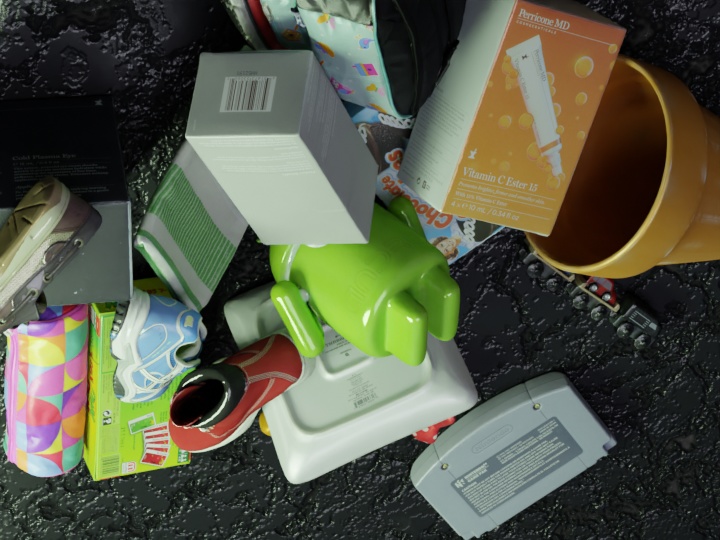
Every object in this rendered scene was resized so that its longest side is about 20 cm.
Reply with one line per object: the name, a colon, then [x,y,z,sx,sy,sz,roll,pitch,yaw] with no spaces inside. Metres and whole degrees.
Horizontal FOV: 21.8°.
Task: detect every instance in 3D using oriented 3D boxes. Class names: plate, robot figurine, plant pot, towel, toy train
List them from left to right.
towel: [-0.123,-0.075,1.644,0.201,0.023,0.153,-60,153,-17]
plate: [-0.014,0.074,1.771,0.198,0.201,0.032,-24,160,3]
robot figurine: [0.000,0.000,1.697,0.175,0.200,0.116,-38,148,-29]
toy train: [0.234,0.018,1.881,0.199,0.034,0.046,32,108,-30]
plant pot: [0.276,-0.084,1.739,0.182,0.201,0.201,11,122,-37]

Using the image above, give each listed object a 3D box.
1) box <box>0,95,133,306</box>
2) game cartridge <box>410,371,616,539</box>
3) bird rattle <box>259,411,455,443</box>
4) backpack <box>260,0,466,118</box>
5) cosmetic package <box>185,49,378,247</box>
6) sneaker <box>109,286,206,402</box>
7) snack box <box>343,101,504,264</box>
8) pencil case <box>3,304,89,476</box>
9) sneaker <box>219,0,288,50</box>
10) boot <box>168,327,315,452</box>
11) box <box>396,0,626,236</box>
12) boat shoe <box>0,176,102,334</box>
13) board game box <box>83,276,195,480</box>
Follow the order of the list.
box: [-0.302,-0.059,1.613,0.198,0.183,0.105,-3,125,-10]
game cartridge: [0.159,0.194,1.982,0.199,0.042,0.133,-34,120,10]
bird rattle: [-0.010,0.132,1.882,0.199,0.113,0.163,14,141,-45]
backpack: [0.011,-0.233,1.567,0.152,0.177,0.200,12,152,26]
cosmetic package: [-0.062,-0.100,1.585,0.106,0.091,0.200,0,157,17]
sneaker: [-0.180,0.077,1.681,0.076,0.076,0.200,11,161,1]
snack box: [0.066,-0.102,1.758,0.116,0.037,0.200,-34,124,11]
pencil case: [-0.305,0.101,1.782,0.088,0.089,0.201,-3,124,-11]
sneaker: [-0.087,-0.265,1.593,0.084,0.077,0.201,-25,128,-6]
boot: [-0.149,0.126,1.720,0.144,0.073,0.200,-24,170,-47]
box: [0.133,-0.149,1.673,0.124,0.097,0.201,10,108,-29]
boat shoe: [-0.282,0.016,1.514,0.065,0.072,0.200,30,107,-24]
board game box: [-0.215,0.104,1.814,0.101,0.048,0.201,-9,126,-23]
